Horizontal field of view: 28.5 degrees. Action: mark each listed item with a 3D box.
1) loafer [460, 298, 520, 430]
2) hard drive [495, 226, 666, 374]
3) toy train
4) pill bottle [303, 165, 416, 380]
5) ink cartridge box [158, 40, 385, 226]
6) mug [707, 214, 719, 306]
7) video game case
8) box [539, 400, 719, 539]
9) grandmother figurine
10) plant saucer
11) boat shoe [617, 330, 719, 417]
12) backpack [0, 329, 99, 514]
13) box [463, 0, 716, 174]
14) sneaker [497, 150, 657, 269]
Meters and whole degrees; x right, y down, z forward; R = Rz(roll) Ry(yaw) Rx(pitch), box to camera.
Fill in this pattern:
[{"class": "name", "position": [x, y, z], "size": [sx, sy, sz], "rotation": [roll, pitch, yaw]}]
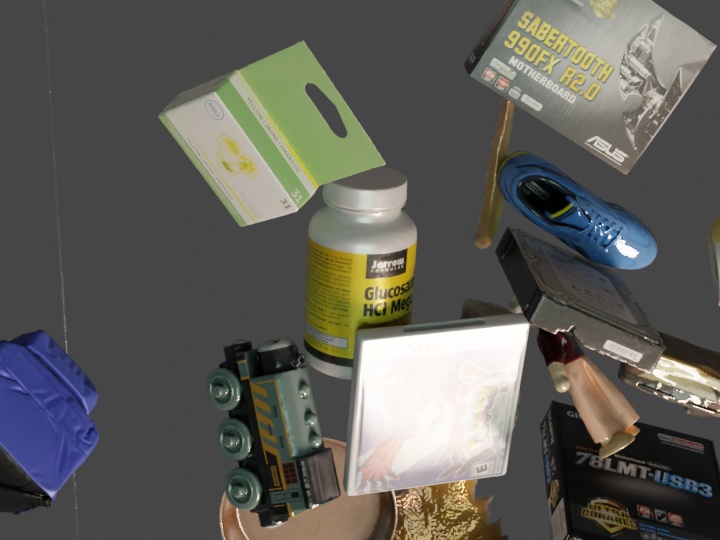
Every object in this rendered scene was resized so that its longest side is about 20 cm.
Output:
[{"class": "loafer", "position": [0.132, 0.119, 1.532], "size": [0.070, 0.070, 0.202], "rotation": [-24, 131, -37]}, {"class": "hard drive", "position": [0.217, 0.025, 1.423], "size": [0.139, 0.200, 0.038], "rotation": [23, 106, -11]}, {"class": "toy train", "position": [-0.089, 0.167, 1.484], "size": [0.113, 0.085, 0.202], "rotation": [-13, 87, 33]}, {"class": "pill bottle", "position": [0.000, 0.000, 1.445], "size": [0.111, 0.113, 0.202], "rotation": [1, 112, -4]}, {"class": "ink cartridge box", "position": [-0.088, -0.126, 1.363], "size": [0.199, 0.048, 0.146], "rotation": [-11, 120, 50]}, {"class": "mug", "position": [0.439, -0.030, 1.470], "size": [0.152, 0.188, 0.150], "rotation": [-8, 145, 9]}, {"class": "video game case", "position": [0.076, 0.139, 1.460], "size": [0.180, 0.023, 0.202], "rotation": [-5, 124, -16]}, {"class": "box", "position": [0.295, 0.243, 1.515], "size": [0.198, 0.199, 0.050], "rotation": [16, 129, -10]}, {"class": "grandmother figurine", "position": [0.222, 0.096, 1.499], "size": [0.060, 0.121, 0.201], "rotation": [-32, 85, 10]}, {"class": "plant saucer", "position": [-0.058, 0.269, 1.590], "size": [0.198, 0.035, 0.202], "rotation": [-1, 110, -3]}, {"class": "boat shoe", "position": [0.372, 0.126, 1.548], "size": [0.199, 0.073, 0.065], "rotation": [25, 119, -9]}, {"class": "backpack", "position": [-0.377, 0.162, 1.460], "size": [0.199, 0.168, 0.163], "rotation": [-22, 111, 40]}, {"class": "box", "position": [0.227, -0.214, 1.411], "size": [0.199, 0.048, 0.159], "rotation": [30, 107, -15]}, {"class": "sneaker", "position": [0.227, -0.050, 1.461], "size": [0.199, 0.079, 0.066], "rotation": [31, 105, -16]}]
